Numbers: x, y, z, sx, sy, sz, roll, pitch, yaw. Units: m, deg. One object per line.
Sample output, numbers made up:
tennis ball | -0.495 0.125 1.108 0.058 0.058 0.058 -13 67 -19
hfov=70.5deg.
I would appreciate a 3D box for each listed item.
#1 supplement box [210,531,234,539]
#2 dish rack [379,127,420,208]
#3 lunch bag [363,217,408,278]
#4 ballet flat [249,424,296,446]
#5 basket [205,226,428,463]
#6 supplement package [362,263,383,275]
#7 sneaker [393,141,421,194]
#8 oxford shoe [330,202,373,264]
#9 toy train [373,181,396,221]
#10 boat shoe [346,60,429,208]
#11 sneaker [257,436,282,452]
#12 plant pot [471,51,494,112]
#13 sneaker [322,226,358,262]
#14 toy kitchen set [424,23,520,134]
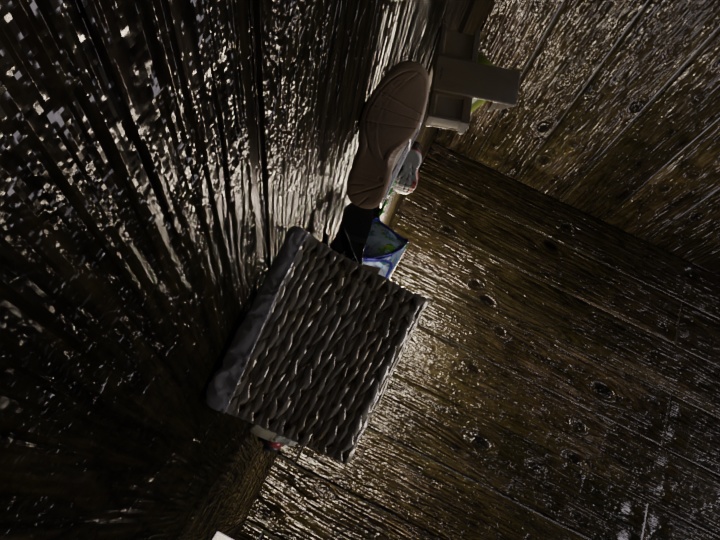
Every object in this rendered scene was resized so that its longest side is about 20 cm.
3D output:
supplement box | -0.356 0.755 1.211 0.103 0.101 0.201 -22 137 -85
dish rack | 0.068 -0.234 1.032 0.172 0.043 0.201 77 39 -87
lunch bag | 0.000 0.000 1.129 0.200 0.127 0.171 -33 155 -53
ballet flat | -0.122 0.309 1.005 0.199 0.069 0.070 1 122 -45
basket | -0.042 0.081 0.580 0.201 0.160 0.198 -63 178 -2
supplement package | -0.036 0.094 0.940 0.201 0.113 0.110 -64 151 -27
sneaker | 0.161 -0.330 1.640 0.200 0.076 0.082 112 -2 -55
oxford shoe | -0.027 -0.021 0.884 0.071 0.071 0.201 -93 -153 -85
toy train | 0.047 -0.172 1.238 0.201 0.041 0.057 112 -6 -51
boat shoe | 0.032 -0.176 0.658 0.065 0.071 0.201 -80 -172 -53
sneaker | -0.151 0.297 1.086 0.098 0.071 0.201 -34 -167 26
plant pot | 0.325 -0.584 1.666 0.200 0.187 0.187 -50 178 2
sneaker | -0.025 0.033 0.788 0.104 0.060 0.202 -161 -123 -71
toy kitchen set | 0.217 -0.352 1.049 0.181 0.162 0.202 103 -3 -77
